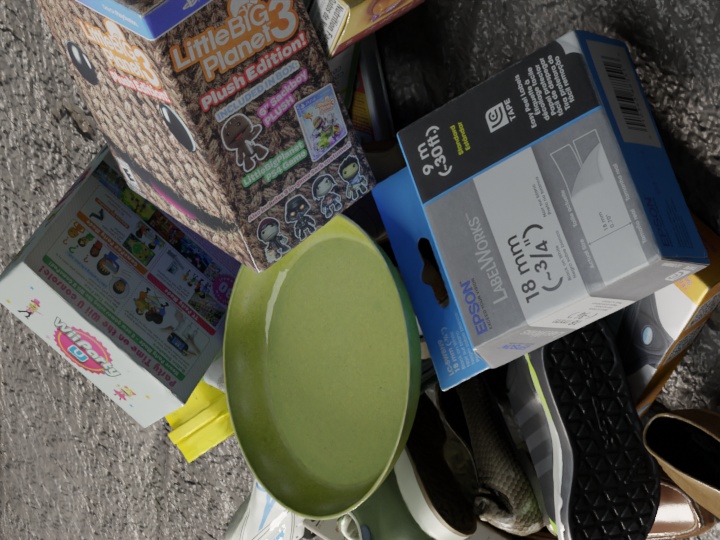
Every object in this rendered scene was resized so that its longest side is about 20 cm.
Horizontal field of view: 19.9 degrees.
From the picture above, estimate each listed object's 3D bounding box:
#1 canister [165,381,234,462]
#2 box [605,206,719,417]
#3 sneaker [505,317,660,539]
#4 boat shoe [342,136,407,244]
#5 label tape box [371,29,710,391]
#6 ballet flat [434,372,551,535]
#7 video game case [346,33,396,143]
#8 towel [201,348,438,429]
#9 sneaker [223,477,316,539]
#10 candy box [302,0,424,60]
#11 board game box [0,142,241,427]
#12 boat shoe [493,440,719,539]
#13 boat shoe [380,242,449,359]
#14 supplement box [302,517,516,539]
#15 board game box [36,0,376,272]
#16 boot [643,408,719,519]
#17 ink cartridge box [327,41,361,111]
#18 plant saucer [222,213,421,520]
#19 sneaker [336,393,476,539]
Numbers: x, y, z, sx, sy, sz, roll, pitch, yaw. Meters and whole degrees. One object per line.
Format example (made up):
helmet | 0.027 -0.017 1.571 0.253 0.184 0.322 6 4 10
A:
canister | -0.131 0.029 1.572 0.087 0.149 0.200 -35 87 31
box | 0.152 0.019 1.287 0.119 0.041 0.200 45 144 17
sneaker | 0.135 0.093 1.292 0.083 0.072 0.200 -146 42 -62
boat shoe | 0.025 -0.053 1.350 0.200 0.068 0.072 -10 86 49
label tape box | 0.085 -0.029 1.201 0.200 0.063 0.144 -29 72 32
ballet flat | 0.078 0.115 1.389 0.200 0.046 0.067 -117 6 -56
video game case | -0.033 -0.123 1.425 0.143 0.017 0.200 20 133 43
towel | -0.022 0.050 1.441 0.200 0.149 0.031 17 131 46
sneaker | -0.059 0.180 1.695 0.072 0.072 0.200 18 136 -4
candy box | -0.036 -0.234 1.240 0.200 0.117 0.056 47 149 13
board game box | -0.140 -0.016 1.421 0.148 0.200 0.064 43 143 -13
boat shoe | 0.157 0.158 1.371 0.200 0.072 0.076 -7 113 55
boat shoe | 0.000 0.000 1.421 0.200 0.075 0.068 17 136 52
supplement box | 0.073 0.213 1.480 0.200 0.074 0.126 28 174 36
board game box | -0.101 -0.124 1.246 0.159 0.097 0.200 31 153 46
boot | 0.251 0.144 1.216 0.200 0.074 0.075 32 -175 32
ink cartridge box | -0.056 -0.156 1.353 0.104 0.059 0.200 39 144 23
plant saucer | -0.021 0.059 1.316 0.200 0.031 0.200 1 92 53
sneaker | 0.014 0.144 1.396 0.067 0.090 0.200 35 -163 -25
